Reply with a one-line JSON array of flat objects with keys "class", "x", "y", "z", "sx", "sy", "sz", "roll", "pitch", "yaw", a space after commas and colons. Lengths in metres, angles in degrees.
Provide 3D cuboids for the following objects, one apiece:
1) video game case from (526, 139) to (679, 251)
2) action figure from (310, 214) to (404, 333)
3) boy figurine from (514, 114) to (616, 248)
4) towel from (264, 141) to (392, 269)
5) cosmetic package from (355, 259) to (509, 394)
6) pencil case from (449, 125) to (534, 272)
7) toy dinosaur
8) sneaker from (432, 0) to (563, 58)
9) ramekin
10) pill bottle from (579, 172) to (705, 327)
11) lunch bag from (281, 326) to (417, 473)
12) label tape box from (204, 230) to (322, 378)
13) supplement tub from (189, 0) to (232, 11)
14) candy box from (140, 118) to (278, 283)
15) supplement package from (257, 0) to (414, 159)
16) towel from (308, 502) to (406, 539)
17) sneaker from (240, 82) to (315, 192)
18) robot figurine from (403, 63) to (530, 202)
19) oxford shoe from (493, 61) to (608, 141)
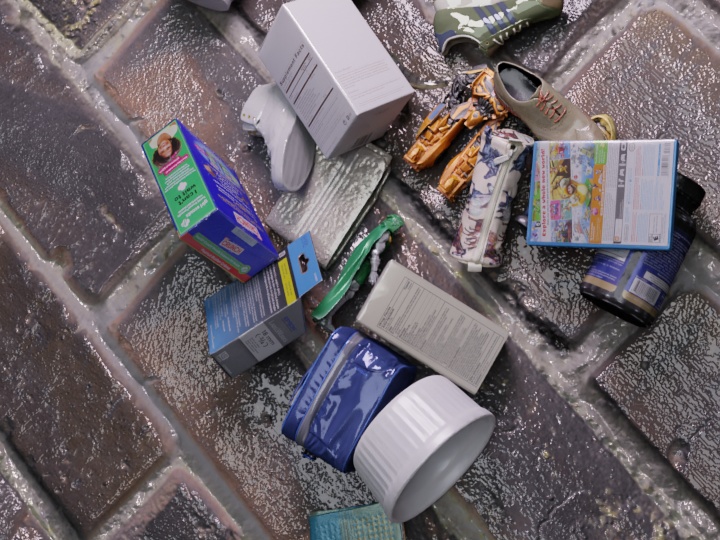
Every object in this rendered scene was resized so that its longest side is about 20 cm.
[{"class": "video game case", "x": 0.323, "y": -0.102, "z": 1.448, "sx": 0.197, "sy": 0.018, "sz": 0.146, "roll": 3, "pitch": 86, "yaw": 30}, {"class": "action figure", "x": 0.000, "y": 0.000, "z": 1.596, "sx": 0.054, "sy": 0.118, "sz": 0.201, "roll": 35, "pitch": 83, "yaw": -6}, {"class": "boy figurine", "x": 0.309, "y": -0.130, "z": 1.541, "sx": 0.124, "sy": 0.064, "sz": 0.201, "roll": 37, "pitch": 95, "yaw": 23}, {"class": "towel", "x": -0.047, "y": -0.120, "z": 1.653, "sx": 0.132, "sy": 0.034, "sz": 0.202, "roll": 34, "pitch": 92, "yaw": 19}, {"class": "cosmetic package", "x": 0.100, "y": 0.079, "z": 1.529, "sx": 0.198, "sy": 0.071, "sz": 0.106, "roll": 33, "pitch": 88, "yaw": -1}, {"class": "pencil case", "x": 0.187, "y": -0.101, "z": 1.535, "sx": 0.077, "sy": 0.089, "sz": 0.203, "roll": 16, "pitch": 103, "yaw": 9}, {"class": "toy dinosaur", "x": 0.048, "y": -0.289, "z": 1.634, "sx": 0.199, "sy": 0.047, "sz": 0.089, "roll": 38, "pitch": 125, "yaw": 33}, {"class": "sneaker", "x": 0.204, "y": -0.362, "z": 1.610, "sx": 0.196, "sy": 0.067, "sz": 0.092, "roll": 2, "pitch": 89, "yaw": 16}, {"class": "ramekin", "x": 0.082, "y": 0.239, "z": 1.478, "sx": 0.098, "sy": 0.200, "sz": 0.201, "roll": 43, "pitch": 93, "yaw": 25}, {"class": "pill bottle", "x": 0.390, "y": -0.035, "z": 1.478, "sx": 0.111, "sy": 0.112, "sz": 0.202, "roll": 27, "pitch": 89, "yaw": 17}, {"class": "lunch bag", "x": -0.026, "y": 0.187, "z": 1.544, "sx": 0.131, "sy": 0.136, "sz": 0.202, "roll": 31, "pitch": 91, "yaw": 18}, {"class": "label tape box", "x": -0.132, "y": 0.050, "z": 1.593, "sx": 0.198, "sy": 0.064, "sz": 0.145, "roll": -32, "pitch": 33, "yaw": 9}, {"class": "supplement tub", "x": -0.230, "y": -0.533, "z": 1.710, "sx": 0.143, "sy": 0.145, "sz": 0.203, "roll": 19, "pitch": 86, "yaw": 17}, {"class": "candy box", "x": -0.224, "y": -0.101, "z": 1.600, "sx": 0.077, "sy": 0.169, "sz": 0.201, "roll": -37, "pitch": 54, "yaw": 8}, {"class": "supplement package", "x": -0.038, "y": -0.291, "z": 1.587, "sx": 0.120, "sy": 0.120, "sz": 0.202, "roll": -26, "pitch": 77, "yaw": -35}, {"class": "towel", "x": 0.003, "y": 0.441, "z": 1.556, "sx": 0.144, "sy": 0.022, "sz": 0.204, "roll": -10, "pitch": 80, "yaw": 15}, {"class": "sneaker", "x": -0.132, "y": -0.204, "z": 1.657, "sx": 0.114, "sy": 0.074, "sz": 0.203, "roll": -8, "pitch": 61, "yaw": 31}, {"class": "robot figurine", "x": 0.163, "y": -0.209, "z": 1.595, "sx": 0.145, "sy": 0.058, "sz": 0.201, "roll": 41, "pitch": 93, "yaw": 15}, {"class": "oxford shoe", "x": 0.260, "y": -0.219, "z": 1.503, "sx": 0.199, "sy": 0.075, "sz": 0.071, "roll": 37, "pitch": 91, "yaw": 18}]
